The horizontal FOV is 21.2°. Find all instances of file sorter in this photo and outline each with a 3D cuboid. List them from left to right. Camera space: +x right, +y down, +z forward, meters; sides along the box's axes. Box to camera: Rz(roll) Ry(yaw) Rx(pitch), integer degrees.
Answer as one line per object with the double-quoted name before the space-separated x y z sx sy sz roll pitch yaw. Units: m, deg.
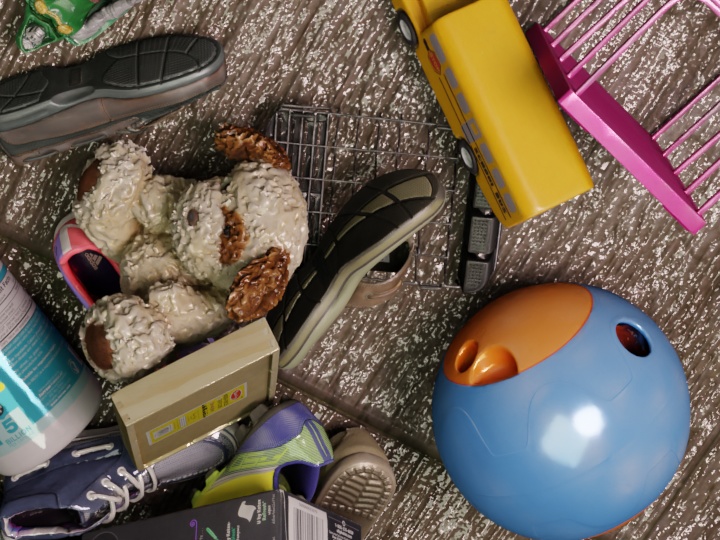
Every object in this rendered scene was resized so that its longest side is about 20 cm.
"file sorter" 0.222 -0.145 1.393 0.139 0.200 0.125 43 104 -15

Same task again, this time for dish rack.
"dish rack" 0.016 -0.060 1.507 0.199 0.055 0.154 5 111 0

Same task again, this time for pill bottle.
"pill bottle" -0.303 0.057 1.523 0.111 0.111 0.200 -33 108 13

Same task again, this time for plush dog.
"plush dog" -0.109 -0.013 1.446 0.171 0.201 0.160 -28 145 33

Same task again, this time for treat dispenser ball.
"treat dispenser ball" 0.155 0.109 1.494 0.200 0.201 0.202 0 112 0

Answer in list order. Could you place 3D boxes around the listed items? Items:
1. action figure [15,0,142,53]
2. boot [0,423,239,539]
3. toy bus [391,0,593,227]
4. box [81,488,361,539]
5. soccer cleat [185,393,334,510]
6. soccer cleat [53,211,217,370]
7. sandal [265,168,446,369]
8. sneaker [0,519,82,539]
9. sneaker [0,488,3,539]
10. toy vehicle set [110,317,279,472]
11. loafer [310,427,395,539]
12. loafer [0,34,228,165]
"action figure" -0.187 -0.232 1.439 0.200 0.055 0.118 -41 109 19
"boot" -0.196 0.173 1.574 0.199 0.090 0.073 -10 127 7
"toy bus" 0.096 -0.135 1.426 0.065 0.078 0.201 -25 89 -14
"box" -0.111 0.253 1.524 0.199 0.106 0.122 -16 151 28
"soccer cleat" -0.083 0.185 1.564 0.084 0.065 0.200 50 134 19
"soccer cleat" -0.176 0.042 1.535 0.068 0.073 0.200 -33 109 12
"sandal" -0.001 0.000 1.470 0.057 0.080 0.201 28 118 -26
"sneaker" -0.249 0.296 1.632 0.200 0.084 0.121 39 101 -23
"sneaker" -0.375 0.167 1.576 0.111 0.073 0.200 -18 122 8
"toy vehicle set" -0.124 0.098 1.463 0.124 0.200 0.027 -26 78 -11
"loafer" -0.031 0.206 1.609 0.075 0.068 0.200 27 126 -18
"loafer" -0.191 -0.129 1.478 0.199 0.072 0.063 -11 130 12
